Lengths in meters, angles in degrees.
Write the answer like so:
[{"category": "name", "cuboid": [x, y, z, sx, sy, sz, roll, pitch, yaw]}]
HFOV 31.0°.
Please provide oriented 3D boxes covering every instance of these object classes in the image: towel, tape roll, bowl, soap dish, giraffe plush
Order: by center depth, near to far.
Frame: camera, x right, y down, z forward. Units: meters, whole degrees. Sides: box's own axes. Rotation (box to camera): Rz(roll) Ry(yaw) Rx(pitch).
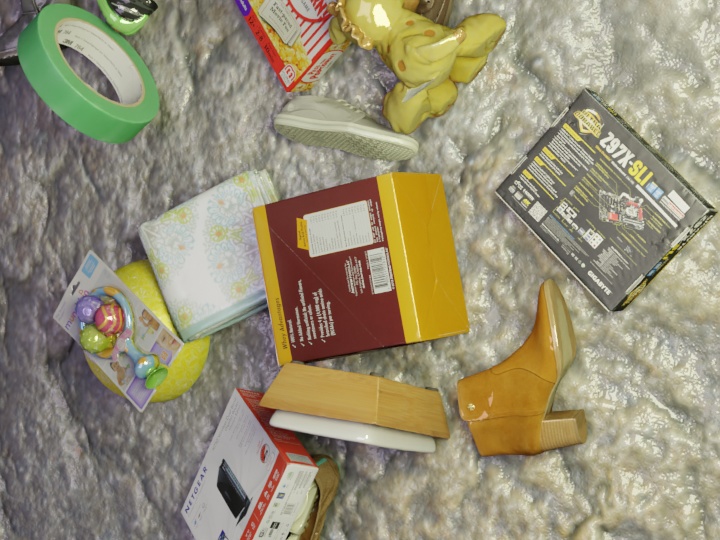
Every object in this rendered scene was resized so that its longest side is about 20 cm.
[{"category": "giraffe plush", "cuboid": [0.043, -0.268, 1.480, 0.162, 0.200, 0.173, 45, 115, 11]}, {"category": "soap dish", "cuboid": [-0.001, 0.163, 1.541, 0.157, 0.200, 0.082, 6, 82, 30]}, {"category": "towel", "cuboid": [-0.178, -0.020, 1.697, 0.199, 0.048, 0.172, -25, 78, 15]}, {"category": "tape roll", "cuboid": [-0.358, -0.262, 1.722, 0.048, 0.200, 0.201, -38, 74, 25]}, {"category": "bowl", "cuboid": [-0.315, 0.086, 1.766, 0.199, 0.108, 0.201, 1, 92, 31]}]

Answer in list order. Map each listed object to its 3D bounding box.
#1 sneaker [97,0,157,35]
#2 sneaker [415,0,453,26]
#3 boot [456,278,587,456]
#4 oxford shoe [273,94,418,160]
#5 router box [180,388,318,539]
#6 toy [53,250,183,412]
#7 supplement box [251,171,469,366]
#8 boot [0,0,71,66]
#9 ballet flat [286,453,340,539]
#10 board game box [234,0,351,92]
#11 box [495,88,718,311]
[{"category": "sneaker", "cuboid": [-0.337, -0.419, 1.787, 0.084, 0.077, 0.201, -30, 80, 10]}, {"category": "sneaker", "cuboid": [0.070, -0.367, 1.540, 0.070, 0.075, 0.201, 10, 97, 29]}, {"category": "boot", "cuboid": [0.177, 0.116, 1.501, 0.143, 0.071, 0.202, -8, 93, 27]}, {"category": "oxford shoe", "cuboid": [-0.016, -0.181, 1.607, 0.199, 0.075, 0.058, 15, 72, 28]}, {"category": "router box", "cuboid": [-0.146, 0.284, 1.666, 0.179, 0.049, 0.201, 45, 115, 52]}, {"category": "toy", "cuboid": [-0.328, 0.078, 1.683, 0.200, 0.047, 0.115, 41, 109, 22]}, {"category": "supplement box", "cuboid": [0.000, 0.000, 1.564, 0.199, 0.133, 0.198, -12, 87, 30]}, {"category": "boot", "cuboid": [-0.482, -0.407, 1.863, 0.181, 0.073, 0.201, -16, 91, 16]}, {"category": "ballet flat", "cuboid": [-0.081, 0.330, 1.660, 0.068, 0.072, 0.201, 26, 105, 25]}, {"category": "board game box", "cuboid": [-0.057, -0.342, 1.607, 0.200, 0.046, 0.152, -43, 70, 38]}, {"category": "box", "cuboid": [0.271, -0.078, 1.453, 0.200, 0.049, 0.160, 48, 111, 20]}]
